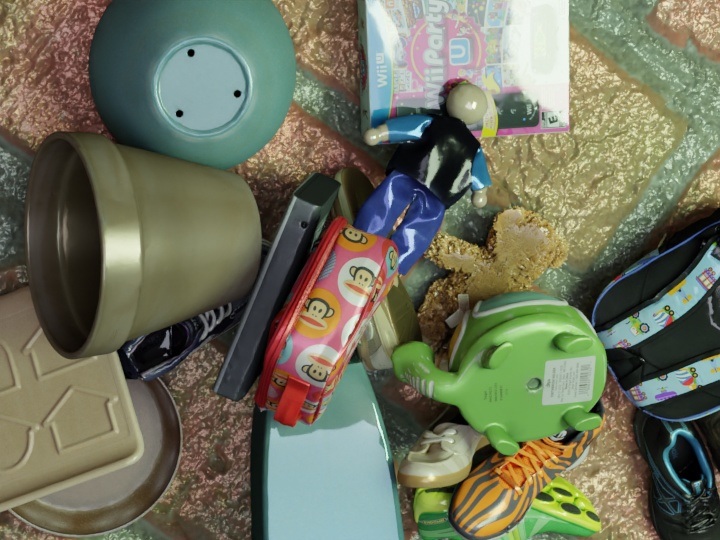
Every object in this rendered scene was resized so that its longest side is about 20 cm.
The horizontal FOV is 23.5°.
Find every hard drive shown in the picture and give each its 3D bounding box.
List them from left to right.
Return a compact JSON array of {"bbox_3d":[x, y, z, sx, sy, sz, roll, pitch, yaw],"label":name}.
[{"bbox_3d":[-0.077,0.014,1.621,0.033,0.140,0.201,23,104,1],"label":"hard drive"}]

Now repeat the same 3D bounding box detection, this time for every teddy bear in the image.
[{"bbox_3d":[0.119,0.020,1.740,0.144,0.067,0.201,19,106,-4],"label":"teddy bear"}]

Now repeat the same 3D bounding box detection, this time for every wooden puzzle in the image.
[{"bbox_3d":[-0.306,0.115,1.643,0.184,0.046,0.201,-20,75,13],"label":"wooden puzzle"}]

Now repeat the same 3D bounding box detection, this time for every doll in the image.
[{"bbox_3d":[0.056,-0.090,1.628,0.136,0.048,0.200,34,89,-14],"label":"doll"}]

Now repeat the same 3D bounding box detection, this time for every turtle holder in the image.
[{"bbox_3d":[0.138,0.094,1.658,0.185,0.132,0.141,-31,121,5],"label":"turtle holder"}]

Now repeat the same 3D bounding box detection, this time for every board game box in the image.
[{"bbox_3d":[0.099,-0.202,1.676,0.199,0.064,0.148,-4,104,-8],"label":"board game box"}]

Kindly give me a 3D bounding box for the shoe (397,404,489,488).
[{"bbox_3d":[0.084,0.166,1.705,0.070,0.200,0.054,-4,100,22],"label":"shoe"}]

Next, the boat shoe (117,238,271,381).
[{"bbox_3d":[-0.151,0.041,1.662,0.200,0.093,0.075,-38,103,-11],"label":"boat shoe"}]

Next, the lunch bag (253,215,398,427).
[{"bbox_3d":[-0.037,0.061,1.561,0.082,0.200,0.177,24,68,2],"label":"lunch bag"}]

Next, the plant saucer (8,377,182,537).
[{"bbox_3d":[-0.277,0.166,1.718,0.199,0.032,0.201,-2,103,-10],"label":"plant saucer"}]

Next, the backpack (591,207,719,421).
[{"bbox_3d":[0.342,0.047,1.737,0.200,0.135,0.183,-31,95,24],"label":"backpack"}]

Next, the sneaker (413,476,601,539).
[{"bbox_3d":[0.150,0.254,1.798,0.199,0.074,0.084,6,120,-9],"label":"sneaker"}]

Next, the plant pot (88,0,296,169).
[{"bbox_3d":[-0.150,-0.179,1.602,0.199,0.135,0.201,-2,104,-9],"label":"plant pot"}]

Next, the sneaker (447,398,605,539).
[{"bbox_3d":[0.167,0.182,1.723,0.078,0.112,0.200,41,58,15],"label":"sneaker"}]

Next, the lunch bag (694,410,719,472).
[{"bbox_3d":[0.455,0.143,1.766,0.199,0.164,0.118,-31,104,-2],"label":"lunch bag"}]

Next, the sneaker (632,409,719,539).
[{"bbox_3d":[0.339,0.235,1.812,0.073,0.082,0.201,-25,107,-5],"label":"sneaker"}]

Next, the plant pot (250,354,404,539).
[{"bbox_3d":[-0.041,0.186,1.712,0.141,0.141,0.201,-6,97,-8],"label":"plant pot"}]

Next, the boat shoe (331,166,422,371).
[{"bbox_3d":[0.001,0.000,1.701,0.063,0.073,0.202,-14,100,30],"label":"boat shoe"}]

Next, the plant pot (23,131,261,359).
[{"bbox_3d":[-0.189,-0.026,1.558,0.173,0.200,0.201,-3,105,-29],"label":"plant pot"}]
